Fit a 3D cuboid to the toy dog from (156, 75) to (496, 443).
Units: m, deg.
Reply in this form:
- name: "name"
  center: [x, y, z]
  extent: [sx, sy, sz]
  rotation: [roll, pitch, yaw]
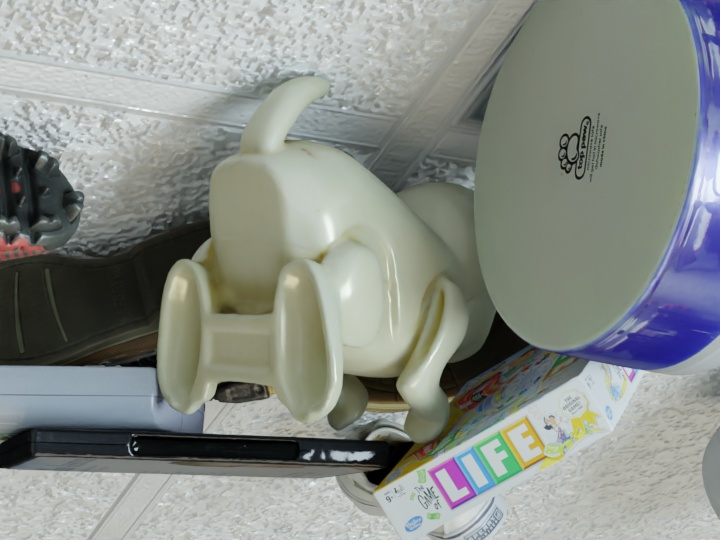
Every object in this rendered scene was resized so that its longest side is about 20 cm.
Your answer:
- name: "toy dog"
  center: [0.000, 0.000, 1.001]
  extent: [0.139, 0.196, 0.199]
  rotation: [-13, 170, 43]

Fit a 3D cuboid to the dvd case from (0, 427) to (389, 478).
- name: "dvd case"
  center: [-0.098, 0.104, 1.022]
  extent: [0.198, 0.018, 0.143]
  rotation: [4, 171, -17]

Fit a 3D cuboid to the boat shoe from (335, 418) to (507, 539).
- name: "boat shoe"
  center: [0.025, 0.130, 1.224]
  extent: [0.071, 0.200, 0.070]
  rotation: [-43, 113, -10]

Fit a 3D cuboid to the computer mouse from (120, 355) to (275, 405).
- name: "computer mouse"
  center: [-0.057, 0.050, 1.146]
  extent: [0.198, 0.046, 0.141]
  rotation: [-18, 147, 10]

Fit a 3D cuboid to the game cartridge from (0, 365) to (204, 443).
- name: "game cartridge"
  center: [-0.158, 0.084, 1.067]
  extent: [0.132, 0.041, 0.200]
  rotation: [-3, 170, -1]

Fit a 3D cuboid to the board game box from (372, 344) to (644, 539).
- name: "board game box"
  center: [0.096, 0.075, 1.018]
  extent: [0.134, 0.034, 0.200]
  rotation: [-32, -178, 22]

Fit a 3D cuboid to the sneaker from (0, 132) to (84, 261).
- name: "sneaker"
  center: [-0.246, -0.026, 0.938]
  extent: [0.198, 0.071, 0.098]
  rotation: [1, 146, -16]

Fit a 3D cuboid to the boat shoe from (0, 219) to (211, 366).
- name: "boat shoe"
  center: [-0.150, 0.029, 1.056]
  extent: [0.198, 0.073, 0.068]
  rotation: [-10, 155, 7]

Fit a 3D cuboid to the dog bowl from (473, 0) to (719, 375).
- name: "dog bowl"
  center: [0.139, -0.053, 0.903]
  extent: [0.078, 0.202, 0.200]
  rotation: [10, 143, -27]

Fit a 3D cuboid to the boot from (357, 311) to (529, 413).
- name: "boot"
  center: [0.082, 0.080, 1.221]
  extent: [0.198, 0.073, 0.155]
  rotation: [-12, 151, -1]

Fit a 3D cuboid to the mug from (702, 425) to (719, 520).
- name: "mug"
  center: [0.331, 0.122, 1.269]
  extent: [0.199, 0.147, 0.176]
  rotation: [-32, 157, -44]
